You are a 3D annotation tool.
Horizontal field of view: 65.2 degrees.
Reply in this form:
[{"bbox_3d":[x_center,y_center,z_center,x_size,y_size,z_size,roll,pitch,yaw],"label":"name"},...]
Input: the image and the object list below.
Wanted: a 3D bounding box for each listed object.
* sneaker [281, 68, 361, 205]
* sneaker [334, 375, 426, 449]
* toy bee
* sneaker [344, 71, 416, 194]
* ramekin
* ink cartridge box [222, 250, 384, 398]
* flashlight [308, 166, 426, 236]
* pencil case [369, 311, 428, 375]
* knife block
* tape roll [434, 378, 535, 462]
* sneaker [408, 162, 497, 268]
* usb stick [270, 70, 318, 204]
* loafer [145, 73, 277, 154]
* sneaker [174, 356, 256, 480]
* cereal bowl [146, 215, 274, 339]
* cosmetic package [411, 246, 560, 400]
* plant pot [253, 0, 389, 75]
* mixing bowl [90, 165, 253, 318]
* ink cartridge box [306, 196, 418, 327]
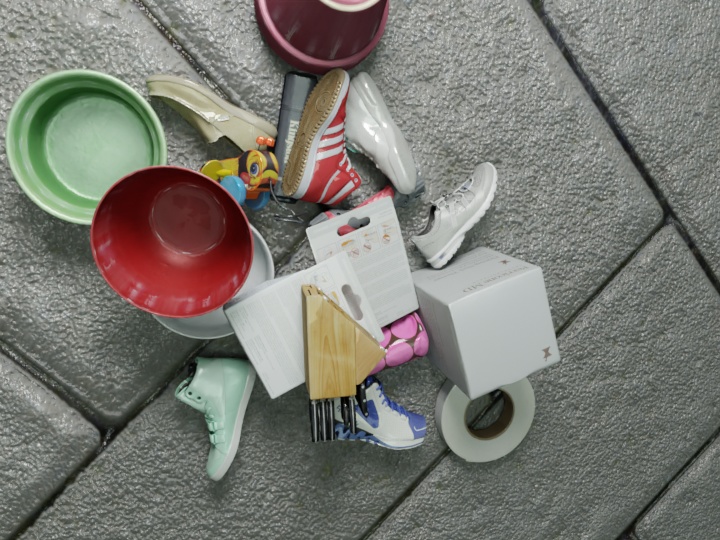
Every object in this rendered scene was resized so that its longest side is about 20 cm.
[{"bbox_3d":[-0.038,-0.196,0.867,0.112,0.071,0.202,13,106,-39],"label":"sneaker"},{"bbox_3d":[0.031,0.241,0.995,0.197,0.081,0.117,11,101,-16],"label":"sneaker"},{"bbox_3d":[-0.156,-0.140,0.819,0.198,0.131,0.110,11,100,11],"label":"toy bee"},{"bbox_3d":[0.019,-0.204,0.896,0.088,0.075,0.202,-26,90,22],"label":"sneaker"},{"bbox_3d":[-0.370,-0.169,0.787,0.198,0.098,0.203,-3,103,-14],"label":"ramekin"},{"bbox_3d":[-0.085,0.080,0.861,0.199,0.057,0.164,-28,108,-11],"label":"ink cartridge box"},{"bbox_3d":[0.011,-0.107,0.926,0.199,0.068,0.068,-37,153,-9],"label":"flashlight"},{"bbox_3d":[0.013,0.132,0.964,0.198,0.091,0.095,-18,74,-10],"label":"pencil case"},{"bbox_3d":[-0.058,0.146,0.825,0.200,0.064,0.176,42,90,-19],"label":"knife block"},{"bbox_3d":[0.239,0.268,1.081,0.200,0.037,0.205,-3,102,-15],"label":"tape roll"},{"bbox_3d":[0.159,-0.105,0.958,0.082,0.075,0.201,34,88,-12],"label":"sneaker"},{"bbox_3d":[-0.106,-0.208,0.885,0.055,0.033,0.202,8,100,-17],"label":"usb stick"},{"bbox_3d":[-0.221,-0.222,0.828,0.198,0.076,0.069,22,90,-19],"label":"loafer"},{"bbox_3d":[-0.252,0.236,0.919,0.117,0.074,0.203,15,88,-24],"label":"sneaker"},{"bbox_3d":[-0.235,0.000,0.868,0.198,0.083,0.203,-3,102,-14],"label":"cereal bowl"},{"bbox_3d":[0.196,0.077,0.941,0.166,0.200,0.168,-20,106,-11],"label":"cosmetic package"},{"bbox_3d":[-0.040,-0.390,0.775,0.198,0.179,0.203,-2,96,-16],"label":"plant pot"},{"bbox_3d":[-0.236,-0.050,0.747,0.197,0.109,0.202,-2,113,-4],"label":"mixing bowl"},{"bbox_3d":[0.000,0.000,0.907,0.159,0.047,0.202,-24,109,-24],"label":"ink cartridge box"}]
